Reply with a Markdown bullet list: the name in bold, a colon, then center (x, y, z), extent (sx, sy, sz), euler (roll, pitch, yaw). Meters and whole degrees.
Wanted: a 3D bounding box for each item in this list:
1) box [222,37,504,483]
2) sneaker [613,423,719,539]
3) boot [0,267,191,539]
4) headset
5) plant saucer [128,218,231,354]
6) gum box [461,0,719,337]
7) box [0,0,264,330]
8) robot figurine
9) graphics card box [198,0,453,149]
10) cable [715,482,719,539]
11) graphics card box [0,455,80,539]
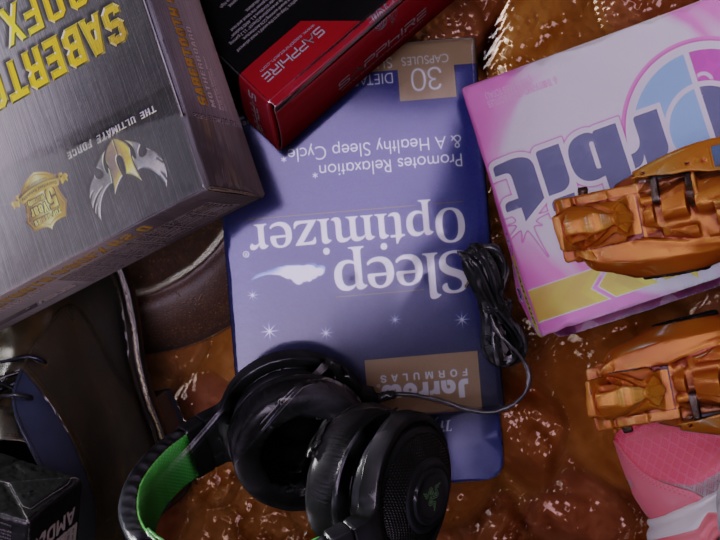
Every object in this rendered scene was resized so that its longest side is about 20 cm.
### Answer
- **box**: center (0.000, 0.000, 1.106), extent (0.121, 0.032, 0.200), euler (-5, 91, 1)
- **sneaker**: center (0.194, 0.048, 1.041), extent (0.200, 0.074, 0.087), euler (-31, 80, 15)
- **boot**: center (-0.147, 0.038, 1.108), extent (0.075, 0.097, 0.200), euler (-22, 101, 31)
- **headset**: center (-0.011, 0.066, 1.036), extent (0.123, 0.200, 0.094), euler (29, 140, 49)
- **plant saucer**: center (-0.113, -0.060, 1.160), extent (0.200, 0.034, 0.201), euler (0, 91, 17)
- **gum box**: center (0.148, -0.052, 1.057), extent (0.200, 0.066, 0.114), euler (-19, 84, 16)
- **box**: center (-0.154, -0.065, 1.058), extent (0.200, 0.048, 0.159), euler (-25, 75, 26)
- **robot figurine**: center (0.183, 0.002, 0.980), extent (0.200, 0.058, 0.145), euler (-12, 89, 17)
- **graphics card box**: center (-0.058, -0.162, 1.097), extent (0.125, 0.051, 0.200), euler (-42, 70, -13)
- **cable**: center (0.239, 0.099, 0.967), extent (0.200, 0.200, 0.069), euler (-32, 56, 33)
- **graphics card box**: center (-0.192, 0.169, 1.069), extent (0.125, 0.051, 0.200), euler (15, 114, 19)
